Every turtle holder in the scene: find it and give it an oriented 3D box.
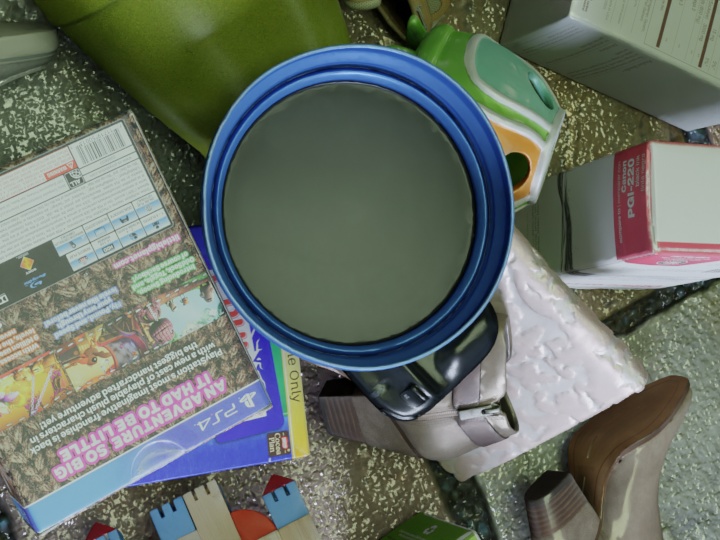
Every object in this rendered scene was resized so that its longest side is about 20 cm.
[{"bbox_3d":[0.079,-0.101,0.970,0.130,0.185,0.142,17,91,8],"label":"turtle holder"}]

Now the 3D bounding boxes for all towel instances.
[{"bbox_3d":[0.076,0.050,0.952,0.200,0.191,0.032,44,38,-14],"label":"towel"}]

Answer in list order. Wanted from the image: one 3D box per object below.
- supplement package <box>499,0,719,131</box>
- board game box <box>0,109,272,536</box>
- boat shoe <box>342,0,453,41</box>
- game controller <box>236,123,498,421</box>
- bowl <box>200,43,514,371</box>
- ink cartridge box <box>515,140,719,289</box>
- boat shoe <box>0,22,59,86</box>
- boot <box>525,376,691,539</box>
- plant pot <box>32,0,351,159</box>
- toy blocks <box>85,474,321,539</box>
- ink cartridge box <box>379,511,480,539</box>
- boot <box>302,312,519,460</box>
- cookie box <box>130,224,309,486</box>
[{"bbox_3d":[0.234,-0.206,1.056,0.198,0.117,0.119,20,80,-21],"label":"supplement package"},{"bbox_3d":[-0.175,0.031,0.804,0.158,0.097,0.202,-27,95,-20],"label":"board game box"},{"bbox_3d":[0.010,-0.224,0.950,0.200,0.071,0.077,31,81,-51],"label":"boat shoe"},{"bbox_3d":[0.000,0.000,0.858,0.104,0.042,0.200,-43,96,-13],"label":"game controller"},{"bbox_3d":[-0.003,-0.038,0.820,0.198,0.039,0.203,1,84,-13],"label":"bowl"},{"bbox_3d":[0.222,-0.036,0.997,0.144,0.200,0.086,2,81,-22],"label":"ink cartridge box"},{"bbox_3d":[-0.291,-0.115,0.864,0.199,0.072,0.069,-22,117,-28],"label":"boat shoe"},{"bbox_3d":[0.216,0.199,1.053,0.199,0.070,0.147,-34,107,-20],"label":"boot"},{"bbox_3d":[-0.099,-0.175,0.891,0.200,0.200,0.194,-43,115,-18],"label":"plant pot"},{"bbox_3d":[-0.098,0.211,0.912,0.198,0.100,0.138,-25,76,-7],"label":"toy blocks"},{"bbox_3d":[0.089,0.264,0.926,0.075,0.200,0.149,-32,100,-20],"label":"ink cartridge box"},{"bbox_3d":[0.031,0.046,0.911,0.145,0.070,0.202,-6,123,17],"label":"boot"},{"bbox_3d":[-0.145,0.059,0.907,0.198,0.075,0.173,-7,89,-23],"label":"cookie box"}]
